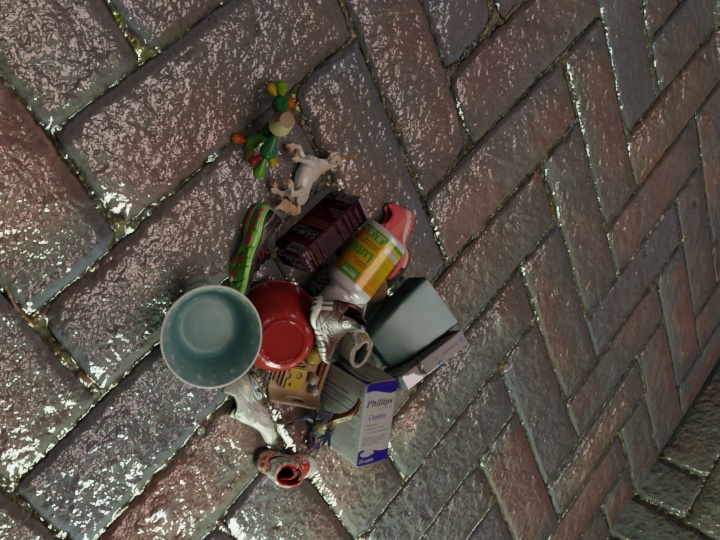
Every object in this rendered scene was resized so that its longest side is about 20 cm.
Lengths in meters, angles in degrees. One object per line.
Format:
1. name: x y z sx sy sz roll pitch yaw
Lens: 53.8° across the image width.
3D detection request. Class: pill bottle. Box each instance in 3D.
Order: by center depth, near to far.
1. pill bottle: 0.000 0.000 1.559 0.202 0.110 0.111 -52 131 -4

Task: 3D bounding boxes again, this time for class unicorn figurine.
1. unicorn figurine: -0.116 -0.211 1.530 0.202 0.074 0.137 -56 142 4

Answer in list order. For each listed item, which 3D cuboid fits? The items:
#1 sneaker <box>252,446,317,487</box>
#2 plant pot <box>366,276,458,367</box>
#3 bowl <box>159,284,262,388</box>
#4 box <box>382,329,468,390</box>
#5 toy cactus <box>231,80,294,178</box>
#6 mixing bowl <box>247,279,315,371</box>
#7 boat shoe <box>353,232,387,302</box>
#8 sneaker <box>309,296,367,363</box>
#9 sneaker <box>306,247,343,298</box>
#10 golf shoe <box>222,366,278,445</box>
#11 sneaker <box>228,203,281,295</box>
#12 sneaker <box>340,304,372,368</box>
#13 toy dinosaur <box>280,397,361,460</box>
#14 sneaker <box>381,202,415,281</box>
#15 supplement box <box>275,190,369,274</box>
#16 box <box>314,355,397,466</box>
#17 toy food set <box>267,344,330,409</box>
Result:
1. sneaker: -0.153 0.474 1.670 0.199 0.107 0.069 28 85 -43
2. plant pot: 0.108 0.137 1.763 0.199 0.141 0.142 -40 98 -12
3. bowl: -0.299 0.119 1.411 0.195 0.105 0.207 -3 101 -17
4. box: 0.150 0.217 1.738 0.198 0.155 0.042 -35 96 -22
5. toy cactus: -0.175 -0.287 1.392 0.101 0.164 0.204 28 79 -22
6. mixing bowl: -0.174 0.135 1.503 0.194 0.108 0.206 -5 107 -15
7. boat shoe: 0.020 -0.006 1.708 0.070 0.066 0.202 -12 134 8
8. sneaker: -0.037 0.134 1.511 0.202 0.112 0.077 76 17 -51
9. sneaker: -0.080 0.040 1.629 0.084 0.076 0.206 0 103 -37
10. golf shoe: -0.245 0.312 1.579 0.095 0.078 0.204 -23 114 -14
11. sneaker: -0.215 -0.034 1.483 0.083 0.076 0.205 20 90 -39
12. sneaker: -0.001 0.125 1.668 0.072 0.115 0.205 0 112 -30
13. toy dinosaur: -0.083 0.378 1.664 0.195 0.182 0.108 -17 80 -5
14. sneaker: 0.072 -0.071 1.716 0.086 0.073 0.205 26 59 -30
15. supplement box: -0.085 -0.087 1.561 0.200 0.108 0.062 -45 127 -23
16. box: -0.013 0.329 1.700 0.103 0.182 0.206 -1 105 -39
17. toy food set: -0.119 0.216 1.626 0.141 0.060 0.205 14 101 -31
